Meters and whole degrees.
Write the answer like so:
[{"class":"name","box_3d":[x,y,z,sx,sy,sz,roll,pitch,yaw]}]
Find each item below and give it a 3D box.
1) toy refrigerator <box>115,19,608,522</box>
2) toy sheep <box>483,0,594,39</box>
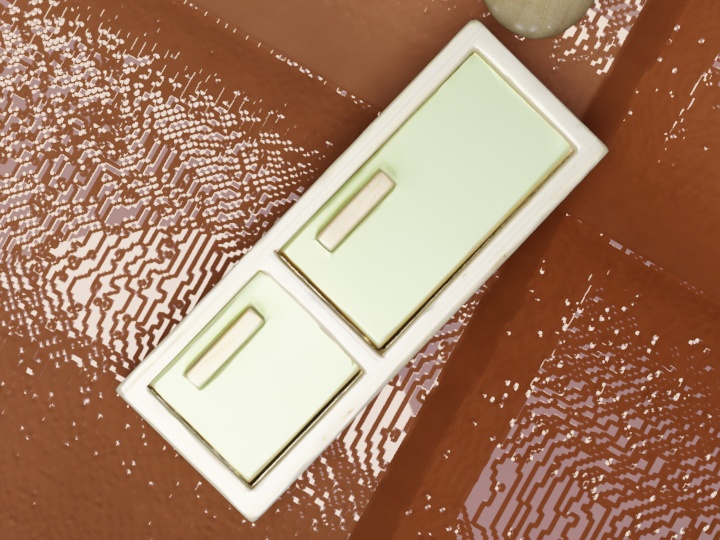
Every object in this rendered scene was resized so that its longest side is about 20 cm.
[{"class":"toy refrigerator","box_3d":[0.000,0.000,0.876,0.076,0.070,0.200,45,87,-2]},{"class":"toy sheep","box_3d":[0.062,-0.190,0.852,0.137,0.138,0.201,-4,98,-3]}]
